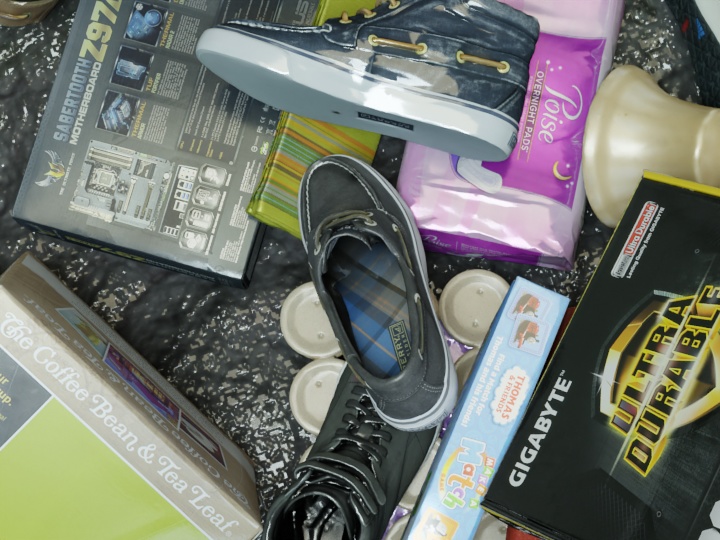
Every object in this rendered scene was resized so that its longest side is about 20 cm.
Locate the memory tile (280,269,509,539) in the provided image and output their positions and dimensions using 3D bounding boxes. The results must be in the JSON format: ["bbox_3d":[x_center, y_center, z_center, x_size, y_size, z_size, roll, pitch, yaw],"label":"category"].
[{"bbox_3d":[0.033,0.100,0.925,0.153,0.017,0.200,-5,79,1],"label":"memory tile"}]

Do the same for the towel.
[{"bbox_3d":[-0.013,-0.116,0.966,0.018,0.086,0.200,9,77,43],"label":"towel"}]

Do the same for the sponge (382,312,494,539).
[{"bbox_3d":[0.042,0.122,0.944,0.111,0.030,0.200,8,81,2],"label":"sponge"}]

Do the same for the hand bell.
[{"bbox_3d":[0.244,-0.068,0.885,0.200,0.104,0.104,8,79,38],"label":"hand bell"}]

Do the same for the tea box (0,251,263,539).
[{"bbox_3d":[-0.193,0.131,0.860,0.197,0.134,0.200,-44,101,3],"label":"tea box"}]

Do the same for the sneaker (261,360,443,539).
[{"bbox_3d":[0.002,0.106,0.867,0.071,0.099,0.200,22,80,7],"label":"sneaker"}]

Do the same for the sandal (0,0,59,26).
[{"bbox_3d":[-0.231,-0.187,0.969,0.201,0.080,0.057,-10,115,27],"label":"sandal"}]

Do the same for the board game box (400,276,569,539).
[{"bbox_3d":[0.058,0.112,0.837,0.037,0.151,0.200,22,81,5],"label":"board game box"}]

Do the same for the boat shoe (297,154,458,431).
[{"bbox_3d":[0.000,0.000,0.864,0.070,0.066,0.200,-23,55,10],"label":"boat shoe"}]

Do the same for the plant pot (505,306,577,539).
[{"bbox_3d":[0.204,0.109,0.835,0.200,0.200,0.176,-10,71,31],"label":"plant pot"}]

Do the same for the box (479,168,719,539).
[{"bbox_3d":[0.171,0.062,0.734,0.160,0.049,0.200,21,79,39],"label":"box"}]

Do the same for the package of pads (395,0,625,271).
[{"bbox_3d":[0.096,-0.105,0.956,0.120,0.076,0.200,11,81,6],"label":"package of pads"}]

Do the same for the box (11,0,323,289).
[{"bbox_3d":[-0.122,-0.104,0.973,0.158,0.051,0.200,15,82,3],"label":"box"}]

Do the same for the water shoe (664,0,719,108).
[{"bbox_3d":[0.255,-0.158,0.964,0.079,0.072,0.200,-19,81,-7],"label":"water shoe"}]

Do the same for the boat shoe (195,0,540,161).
[{"bbox_3d":[0.007,-0.135,0.899,0.200,0.071,0.091,16,79,-1],"label":"boat shoe"}]
